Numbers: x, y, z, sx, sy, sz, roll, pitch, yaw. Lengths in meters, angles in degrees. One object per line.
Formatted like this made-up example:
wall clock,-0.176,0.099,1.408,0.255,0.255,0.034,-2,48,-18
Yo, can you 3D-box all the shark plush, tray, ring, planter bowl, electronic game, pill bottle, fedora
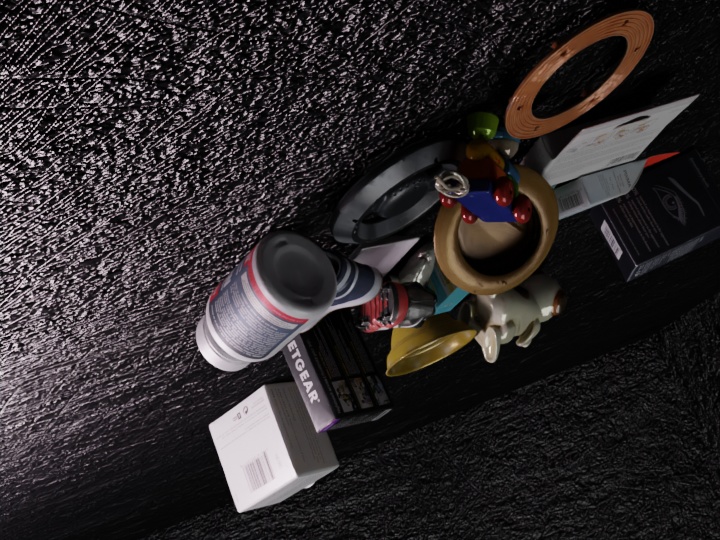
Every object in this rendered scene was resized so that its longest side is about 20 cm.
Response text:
shark plush,0.091,0.023,1.438,0.090,0.084,0.200,16,160,10
tray,0.000,0.000,1.338,0.107,0.022,0.200,-14,159,-34
ring,0.245,-0.224,1.009,0.199,0.019,0.201,-28,159,-12
planter bowl,0.125,0.130,1.765,0.199,0.084,0.201,-23,161,-8
electronic game,0.048,-0.098,1.091,0.199,0.042,0.200,-31,163,-10
pill bottle,-0.130,0.048,1.145,0.119,0.120,0.200,-7,155,-44
fedora,0.175,-0.065,1.216,0.199,0.082,0.203,-11,120,-19

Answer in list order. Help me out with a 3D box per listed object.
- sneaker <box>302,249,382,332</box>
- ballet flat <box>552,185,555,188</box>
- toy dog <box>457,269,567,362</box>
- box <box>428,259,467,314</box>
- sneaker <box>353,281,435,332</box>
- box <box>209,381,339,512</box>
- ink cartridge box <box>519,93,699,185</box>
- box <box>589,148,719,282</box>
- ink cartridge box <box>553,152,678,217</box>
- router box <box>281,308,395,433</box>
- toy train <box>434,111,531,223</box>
sneaker,-0.078,0.030,1.248,0.199,0.071,0.108,-23,153,27
ballet flat,0.217,-0.089,1.299,0.198,0.075,0.074,-24,162,-4
toy dog,0.318,0.066,1.804,0.198,0.139,0.196,-14,123,-26
box,0.153,-0.007,1.421,0.049,0.083,0.200,-13,158,-30
sneaker,0.051,0.055,1.327,0.097,0.072,0.200,1,174,-19
box,-0.180,0.360,1.823,0.198,0.201,0.130,-37,157,32
ink cartridge box,0.333,-0.187,1.210,0.198,0.045,0.176,-18,162,-21
box,0.528,-0.096,1.556,0.198,0.149,0.104,-24,162,0
ink cartridge box,0.379,-0.125,1.380,0.198,0.048,0.160,-15,175,-24
router box,-0.045,0.145,1.397,0.051,0.201,0.148,-39,157,32
toy train,0.135,-0.130,1.017,0.084,0.117,0.200,0,167,28
